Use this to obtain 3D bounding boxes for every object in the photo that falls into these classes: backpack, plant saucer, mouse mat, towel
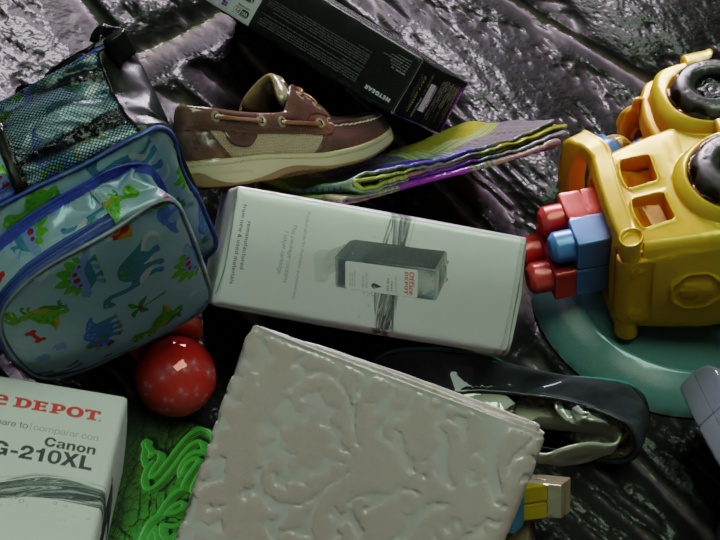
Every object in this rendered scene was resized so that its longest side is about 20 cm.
[{"bbox_3d":[-0.198,-0.024,1.359,0.200,0.183,0.147,-24,60,-5],"label":"backpack"},{"bbox_3d":[0.225,0.023,1.607,0.200,0.027,0.200,8,46,-8],"label":"plant saucer"},{"bbox_3d":[-0.106,0.176,1.378,0.161,0.008,0.200,18,44,1],"label":"mouse mat"},{"bbox_3d":[0.037,-0.081,1.592,0.200,0.023,0.144,-16,11,-29],"label":"towel"},{"bbox_3d":[-0.010,0.154,1.313,0.191,0.200,0.032,21,5,1],"label":"towel"}]

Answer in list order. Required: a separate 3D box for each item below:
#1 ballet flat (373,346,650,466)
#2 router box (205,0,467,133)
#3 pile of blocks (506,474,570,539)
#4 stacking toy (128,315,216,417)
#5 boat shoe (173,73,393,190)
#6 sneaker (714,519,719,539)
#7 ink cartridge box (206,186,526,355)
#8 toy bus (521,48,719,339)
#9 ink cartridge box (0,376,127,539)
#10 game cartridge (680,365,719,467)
[{"bbox_3d":[0.103,0.098,1.472,0.199,0.073,0.073,9,46,-11],"label":"ballet flat"},{"bbox_3d":[-0.026,-0.180,1.651,0.200,0.051,0.149,33,7,15],"label":"router box"},{"bbox_3d":[0.047,0.172,1.381,0.199,0.062,0.082,-4,9,-18],"label":"pile of blocks"},{"bbox_3d":[-0.141,0.011,1.475,0.085,0.085,0.200,-6,53,-21],"label":"stacking toy"},{"bbox_3d":[-0.055,-0.104,1.532,0.200,0.072,0.072,-13,9,-42],"label":"boat shoe"},{"bbox_3d":[0.236,0.218,1.396,0.070,0.090,0.200,43,21,-8],"label":"sneaker"},{"bbox_3d":[0.000,0.000,1.472,0.199,0.146,0.085,12,90,-8],"label":"ink cartridge box"},{"bbox_3d":[0.203,-0.049,1.575,0.191,0.136,0.200,-10,47,-3],"label":"toy bus"},{"bbox_3d":[-0.227,0.162,1.297,0.144,0.084,0.200,10,46,-2],"label":"ink cartridge box"},{"bbox_3d":[0.297,0.151,1.457,0.133,0.040,0.200,15,36,-46],"label":"game cartridge"}]
